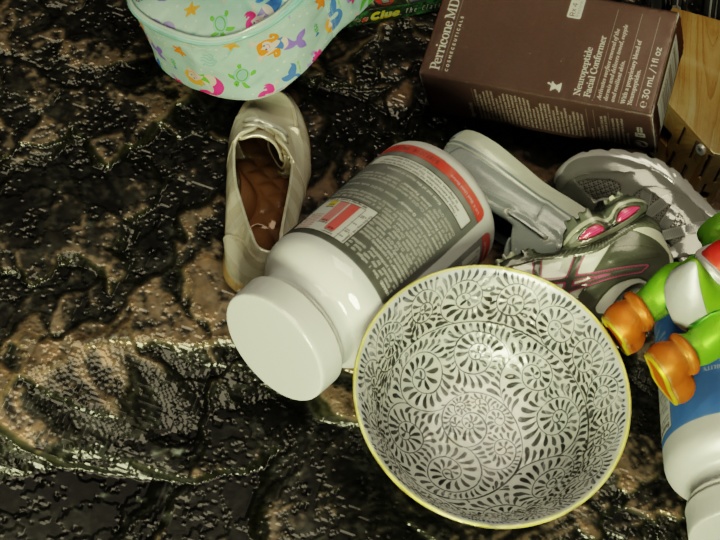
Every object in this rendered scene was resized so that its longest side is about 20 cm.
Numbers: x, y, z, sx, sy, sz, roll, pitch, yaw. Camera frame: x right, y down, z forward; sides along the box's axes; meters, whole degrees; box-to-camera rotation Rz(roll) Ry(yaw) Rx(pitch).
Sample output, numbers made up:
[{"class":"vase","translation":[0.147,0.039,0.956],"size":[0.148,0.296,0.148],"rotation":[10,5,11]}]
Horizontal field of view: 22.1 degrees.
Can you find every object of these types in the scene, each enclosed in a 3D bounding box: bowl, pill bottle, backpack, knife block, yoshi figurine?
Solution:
[{"class":"bowl","translation":[0.087,0.106,1.332],"size":[0.199,0.094,0.202],"rotation":[4,62,-7]},{"class":"pill bottle","translation":[0.000,0.000,1.382],"size":[0.116,0.116,0.200],"rotation":[39,56,16]},{"class":"pill bottle","translation":[0.278,0.108,1.367],"size":[0.111,0.113,0.201],"rotation":[7,54,-7]},{"class":"backpack","translation":[-0.091,-0.244,1.509],"size":[0.177,0.151,0.200],"rotation":[26,69,31]},{"class":"knife block","translation":[0.303,-0.174,1.602],"size":[0.175,0.064,0.200],"rotation":[-25,63,-25]},{"class":"yoshi figurine","translation":[0.275,0.005,1.332],"size":[0.200,0.112,0.113],"rotation":[-41,105,-2]}]

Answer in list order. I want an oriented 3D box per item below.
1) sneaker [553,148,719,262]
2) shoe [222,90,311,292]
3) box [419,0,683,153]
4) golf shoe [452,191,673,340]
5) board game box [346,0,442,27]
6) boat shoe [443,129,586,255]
[{"class":"sneaker","translation":[0.242,-0.028,1.478],"size":[0.199,0.075,0.082],"rotation":[28,52,8]},{"class":"shoe","translation":[-0.072,-0.073,1.458],"size":[0.069,0.054,0.201],"rotation":[7,54,-7]},{"class":"box","translation":[0.158,-0.172,1.523],"size":[0.198,0.075,0.101],"rotation":[11,70,17]},{"class":"golf shoe","translation":[0.142,0.021,1.391],"size":[0.199,0.077,0.089],"rotation":[-29,79,8]},{"class":"board game box","translation":[0.035,-0.271,1.643],"size":[0.199,0.024,0.105],"rotation":[-14,57,-20]},{"class":"boat shoe","translation":[0.135,-0.028,1.470],"size":[0.200,0.070,0.072],"rotation":[38,74,15]}]
